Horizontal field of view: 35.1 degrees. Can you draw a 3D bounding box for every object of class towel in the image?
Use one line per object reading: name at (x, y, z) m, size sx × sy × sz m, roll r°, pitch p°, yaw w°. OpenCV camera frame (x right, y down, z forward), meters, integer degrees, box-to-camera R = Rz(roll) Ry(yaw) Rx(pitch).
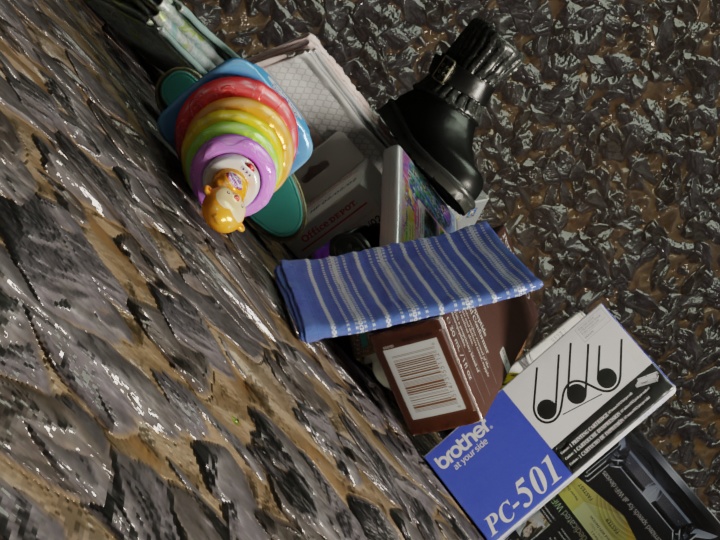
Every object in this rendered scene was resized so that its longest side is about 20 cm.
towel at (0.033, 0.005, 0.938) m, size 0.145 × 0.198 × 0.024 m, roll -120°, pitch -161°, yaw -66°
towel at (-0.075, -0.150, 1.232) m, size 0.200 × 0.190 × 0.032 m, roll 46°, pitch 40°, yaw -38°
towel at (-0.210, -0.258, 1.251) m, size 0.171 × 0.048 × 0.200 m, roll 32°, pitch -6°, yaw 33°

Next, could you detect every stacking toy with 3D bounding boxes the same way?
stacking toy at (-0.105, -0.083, 0.922) m, size 0.116 × 0.109 × 0.200 m, roll 50°, pitch 15°, yaw -21°

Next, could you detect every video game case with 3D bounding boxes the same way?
video game case at (0.071, 0.008, 1.097) m, size 0.182 × 0.024 × 0.201 m, roll 47°, pitch 34°, yaw -41°

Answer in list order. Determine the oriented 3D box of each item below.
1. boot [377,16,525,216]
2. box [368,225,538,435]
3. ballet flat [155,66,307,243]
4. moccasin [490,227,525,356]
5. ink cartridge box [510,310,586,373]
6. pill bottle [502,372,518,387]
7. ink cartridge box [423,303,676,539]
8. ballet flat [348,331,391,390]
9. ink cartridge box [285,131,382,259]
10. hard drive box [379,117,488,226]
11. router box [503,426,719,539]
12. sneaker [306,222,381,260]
boot at (0.111, -0.165, 1.165) m, size 0.079 × 0.157 × 0.212 m, roll 43°, pitch 12°, yaw -40°
box at (0.088, 0.048, 0.994) m, size 0.101 × 0.074 × 0.200 m, roll 66°, pitch 28°, yaw -15°
ballet flat at (-0.123, -0.110, 1.096) m, size 0.200 × 0.071 × 0.071 m, roll 49°, pitch 5°, yaw -2°
moccasin at (0.151, 0.036, 1.272) m, size 0.202 × 0.073 × 0.078 m, roll -102°, pitch 166°, yaw -57°
ink cartridge box at (0.224, 0.150, 1.406) m, size 0.085 × 0.200 × 0.146 m, roll 50°, pitch 5°, yaw 17°
pill bottle at (0.167, 0.172, 1.232) m, size 0.114 × 0.114 × 0.200 m, roll 49°, pitch 4°, yaw 0°
ink cartridge box at (0.160, 0.130, 0.960) m, size 0.094 × 0.200 × 0.044 m, roll 51°, pitch 6°, yaw 19°
ballet flat at (0.044, 0.098, 1.082) m, size 0.200 × 0.070 × 0.066 m, roll 41°, pitch 36°, yaw -44°
ink cartridge box at (-0.002, -0.035, 1.220) m, size 0.200 × 0.115 × 0.068 m, roll 47°, pitch 25°, yaw -17°
hard drive box at (0.042, -0.055, 1.340) m, size 0.076 × 0.201 × 0.156 m, roll -13°, pitch 51°, yaw -38°
router box at (0.212, 0.227, 0.956) m, size 0.200 × 0.157 × 0.052 m, roll 54°, pitch 7°, yaw 38°
sneaker at (0.000, 0.000, 1.103) m, size 0.070 × 0.099 × 0.200 m, roll 52°, pitch 5°, yaw 7°
